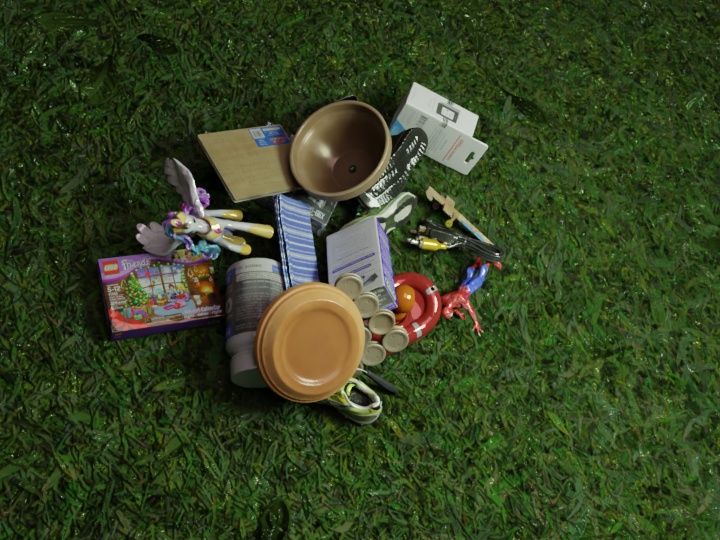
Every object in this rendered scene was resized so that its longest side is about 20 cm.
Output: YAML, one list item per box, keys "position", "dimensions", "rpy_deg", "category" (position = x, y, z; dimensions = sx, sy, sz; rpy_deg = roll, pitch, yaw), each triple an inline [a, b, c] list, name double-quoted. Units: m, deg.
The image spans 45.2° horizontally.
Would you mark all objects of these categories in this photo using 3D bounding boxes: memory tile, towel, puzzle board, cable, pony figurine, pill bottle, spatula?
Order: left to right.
- position: [-0.278, -0.088, 1.490]
  dimensions: [0.198, 0.192, 0.169]
  rpy_deg: [11, 102, -44]
  category: "pony figurine"
- position: [-0.178, 0.092, 1.498]
  dimensions: [0.112, 0.114, 0.203]
  rpy_deg: [6, 61, -19]
  category: "pill bottle"
- position: [-0.192, -0.202, 1.621]
  dimensions: [0.198, 0.017, 0.152]
  rpy_deg: [-16, 67, -43]
  category: "puzzle board"
- position: [-0.107, -0.032, 1.565]
  dimensions: [0.023, 0.144, 0.204]
  rpy_deg: [-11, 82, 19]
  category: "towel"
- position: [-0.019, 0.099, 1.510]
  dimensions: [0.200, 0.152, 0.017]
  rpy_deg: [49, 16, -32]
  category: "memory tile"
- position: [-0.004, 0.181, 1.538]
  dimensions: [0.198, 0.056, 0.021]
  rpy_deg: [28, 78, -32]
  category: "spatula"
- position: [0.191, -0.053, 1.750]
  dimensions: [0.197, 0.051, 0.097]
  rpy_deg: [18, 24, -4]
  category: "cable"

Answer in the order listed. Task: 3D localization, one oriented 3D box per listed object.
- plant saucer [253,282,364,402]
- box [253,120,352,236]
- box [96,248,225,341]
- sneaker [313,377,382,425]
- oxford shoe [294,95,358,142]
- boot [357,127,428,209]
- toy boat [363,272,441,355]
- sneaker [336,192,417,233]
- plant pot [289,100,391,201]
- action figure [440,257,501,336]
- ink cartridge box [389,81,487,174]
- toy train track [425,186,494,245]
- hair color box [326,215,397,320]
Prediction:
- position: [-0.078, 0.122, 1.426]
  dimensions: [0.197, 0.037, 0.204]
  rpy_deg: [-5, 101, -26]
  category: "plant saucer"
- position: [-0.131, -0.181, 1.699]
  dimensions: [0.198, 0.050, 0.159]
  rpy_deg: [27, 57, -7]
  category: "box"
- position: [-0.346, 0.038, 1.502]
  dimensions: [0.197, 0.039, 0.139]
  rpy_deg: [-8, 67, -26]
  category: "box"
- position: [-0.049, 0.200, 1.517]
  dimensions: [0.197, 0.077, 0.076]
  rpy_deg: [23, 59, -7]
  category: "sneaker"
- position: [-0.067, -0.304, 1.745]
  dimensions: [0.071, 0.073, 0.200]
  rpy_deg: [35, 38, 6]
  category: "oxford shoe"
- position: [0.038, -0.202, 1.751]
  dimensions: [0.200, 0.138, 0.078]
  rpy_deg: [-47, 116, -22]
  category: "boot"
- position: [0.067, 0.069, 1.599]
  dimensions: [0.198, 0.131, 0.132]
  rpy_deg: [-23, 74, -30]
  category: "toy boat"
- position: [0.019, -0.108, 1.725]
  dimensions: [0.199, 0.078, 0.088]
  rpy_deg: [-29, 50, -32]
  category: "sneaker"
- position: [-0.028, -0.210, 1.637]
  dimensions: [0.197, 0.093, 0.204]
  rpy_deg: [-8, 64, 17]
  category: "plant pot"
- position: [0.221, 0.058, 1.704]
  dimensions: [0.200, 0.065, 0.100]
  rpy_deg: [-39, 110, -45]
  category: "action figure"
- position: [0.170, -0.300, 1.845]
  dimensions: [0.198, 0.116, 0.067]
  rpy_deg: [26, 56, -8]
  category: "ink cartridge box"
- position: [0.206, -0.095, 1.797]
  dimensions: [0.199, 0.033, 0.115]
  rpy_deg: [41, 20, -5]
  category: "toy train track"
- position: [0.000, 0.000, 1.580]
  dimensions: [0.065, 0.108, 0.202]
  rpy_deg: [57, 18, -36]
  category: "hair color box"
